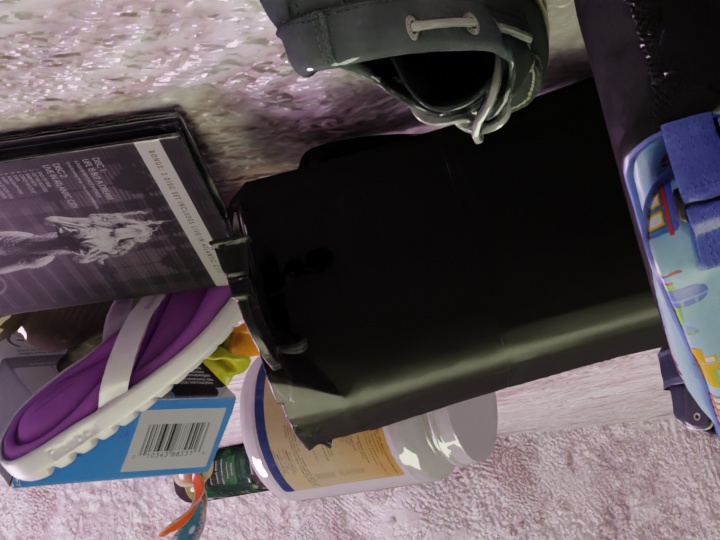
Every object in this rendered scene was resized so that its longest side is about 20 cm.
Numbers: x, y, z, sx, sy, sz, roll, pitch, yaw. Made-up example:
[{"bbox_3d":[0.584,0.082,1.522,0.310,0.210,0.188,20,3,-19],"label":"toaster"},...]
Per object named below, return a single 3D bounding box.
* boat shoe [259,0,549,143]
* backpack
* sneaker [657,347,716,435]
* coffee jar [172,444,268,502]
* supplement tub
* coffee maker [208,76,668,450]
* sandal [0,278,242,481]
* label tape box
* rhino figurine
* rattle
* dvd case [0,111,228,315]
[{"bbox_3d":[0.020,-0.071,0.453,0.073,0.062,0.200,-13,168,18],"label":"boat shoe"},{"bbox_3d":[0.178,-0.049,0.421,0.200,0.135,0.183,-15,148,10],"label":"backpack"},{"bbox_3d":[0.277,0.037,0.967,0.077,0.147,0.202,-1,166,-22],"label":"sneaker"},{"bbox_3d":[-0.229,0.352,2.398,0.200,0.086,0.104,-17,168,36],"label":"coffee jar"},{"bbox_3d":[0.009,0.125,1.235,0.200,0.145,0.144,-12,168,25],"label":"supplement tub"},{"bbox_3d":[0.055,0.000,0.586,0.200,0.135,0.192,-18,-171,2],"label":"coffee maker"},{"bbox_3d":[-0.122,0.034,0.729,0.203,0.082,0.050,-44,121,3],"label":"sandal"},{"bbox_3d":[-0.198,0.056,0.897,0.144,0.063,0.200,3,-154,-43],"label":"label tape box"},{"bbox_3d":[-0.152,0.021,0.796,0.200,0.060,0.087,1,136,-41],"label":"rhino figurine"},{"bbox_3d":[-0.084,0.113,0.989,0.143,0.130,0.200,7,-152,-21],"label":"rattle"},{"bbox_3d":[-0.162,-0.018,0.646,0.200,0.016,0.149,-7,154,6],"label":"dvd case"}]
